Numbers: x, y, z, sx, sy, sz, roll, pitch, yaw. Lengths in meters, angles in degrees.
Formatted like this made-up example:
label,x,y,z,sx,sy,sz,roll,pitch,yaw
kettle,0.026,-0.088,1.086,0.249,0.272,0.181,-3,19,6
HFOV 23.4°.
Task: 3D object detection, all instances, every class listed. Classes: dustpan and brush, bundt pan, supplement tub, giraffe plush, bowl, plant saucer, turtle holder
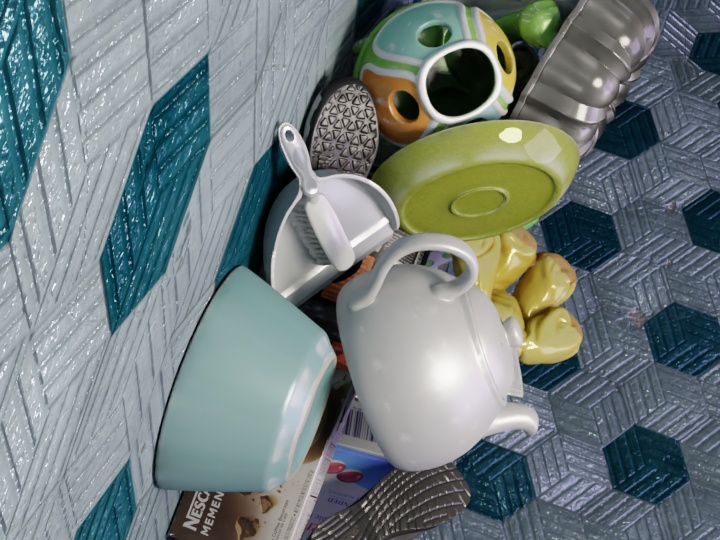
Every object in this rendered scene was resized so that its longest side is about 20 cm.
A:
label,x,y,z,sx,sy,sz,roll,pitch,yaw
dustpan and brush,-0.041,-0.057,1.502,0.139,0.057,0.201,-36,127,-13
bundt pan,0.215,-0.182,1.635,0.202,0.076,0.202,-56,171,-14
supplement tub,0.000,0.000,1.772,0.123,0.122,0.201,67,44,-79
giraffe plush,0.112,0.067,1.757,0.162,0.172,0.201,-34,-149,46
bowl,-0.088,0.108,1.477,0.201,0.105,0.202,20,90,-84
plant saucer,0.107,-0.074,1.600,0.200,0.199,0.031,94,-13,-65
turtle holder,0.090,-0.176,1.585,0.132,0.184,0.142,-150,-120,-73

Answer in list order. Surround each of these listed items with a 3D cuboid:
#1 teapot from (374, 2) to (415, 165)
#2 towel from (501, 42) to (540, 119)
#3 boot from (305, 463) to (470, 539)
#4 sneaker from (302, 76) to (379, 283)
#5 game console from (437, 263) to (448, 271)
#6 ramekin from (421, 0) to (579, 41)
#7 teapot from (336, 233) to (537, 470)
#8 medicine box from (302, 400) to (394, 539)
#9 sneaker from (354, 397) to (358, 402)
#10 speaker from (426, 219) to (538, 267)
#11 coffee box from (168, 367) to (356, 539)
label,x,y,z,sx,sy,sz,roll,pitch,yaw
teapot,0.081,-0.177,1.816,0.200,0.145,0.198,-56,164,-59
towel,0.129,-0.122,1.731,0.201,0.036,0.148,-60,162,0
boot,0.004,0.257,1.709,0.199,0.070,0.132,-19,161,-31
sneaker,-0.036,-0.085,1.587,0.083,0.071,0.201,-137,-131,-56
game console,0.063,-0.087,2.028,0.172,0.118,0.201,33,76,-83
ramekin,0.131,-0.301,1.629,0.201,0.199,0.098,90,20,-69
teapot,0.072,0.073,1.551,0.200,0.145,0.198,9,62,-80
medicine box,-0.040,0.238,1.809,0.103,0.181,0.201,-81,-174,-64
sneaker,-0.047,0.148,1.876,0.200,0.074,0.080,-40,-154,34
speaker,0.088,-0.051,1.865,0.088,0.199,0.089,48,30,-40
coffee box,-0.088,0.174,1.618,0.080,0.112,0.201,66,45,-80
